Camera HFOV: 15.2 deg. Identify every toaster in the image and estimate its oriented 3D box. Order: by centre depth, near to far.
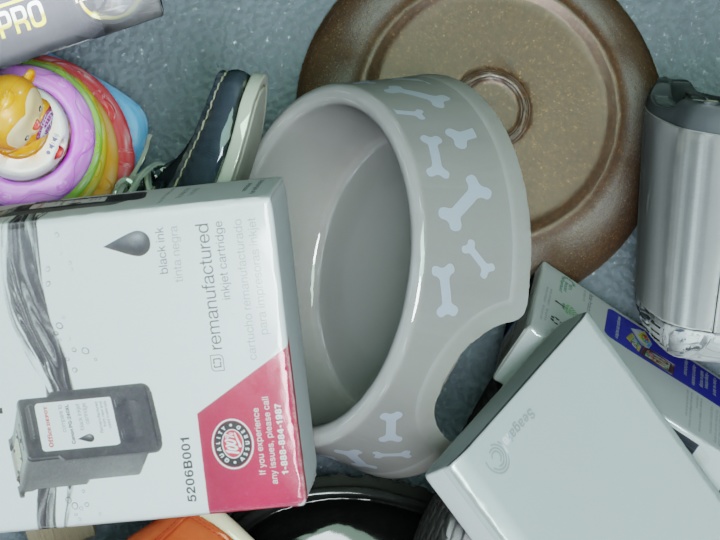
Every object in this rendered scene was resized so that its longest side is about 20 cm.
[{"bbox_3d":[0.195,-0.026,1.357,0.113,0.200,0.130,5,99,-4],"label":"toaster"}]

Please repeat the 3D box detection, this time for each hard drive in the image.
[{"bbox_3d":[0.128,0.136,1.271,0.200,0.026,0.132,54,47,-9],"label":"hard drive"}]

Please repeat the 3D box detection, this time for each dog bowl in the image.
[{"bbox_3d":[0.000,0.000,1.313,0.058,0.200,0.201,7,80,-33],"label":"dog bowl"}]

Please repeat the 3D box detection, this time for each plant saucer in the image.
[{"bbox_3d":[0.066,-0.082,1.415,0.199,0.037,0.201,1,83,-6],"label":"plant saucer"}]

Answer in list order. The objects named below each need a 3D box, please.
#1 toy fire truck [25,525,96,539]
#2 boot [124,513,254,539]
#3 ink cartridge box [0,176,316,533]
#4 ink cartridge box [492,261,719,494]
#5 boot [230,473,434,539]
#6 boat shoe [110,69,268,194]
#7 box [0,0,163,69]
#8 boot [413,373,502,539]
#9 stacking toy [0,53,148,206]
[{"bbox_3d":[-0.186,0.175,1.323,0.175,0.129,0.201,-6,63,-12],"label":"toy fire truck"},{"bbox_3d":[-0.042,0.194,1.268,0.200,0.075,0.107,45,58,0],"label":"boot"},{"bbox_3d":[-0.128,0.041,1.242,0.199,0.083,0.146,-6,98,4],"label":"ink cartridge box"},{"bbox_3d":[0.162,0.077,1.368,0.200,0.099,0.039,32,111,-3],"label":"ink cartridge box"},{"bbox_3d":[0.035,0.181,1.308,0.210,0.158,0.080,8,124,-6],"label":"boot"},{"bbox_3d":[-0.099,-0.016,1.339,0.062,0.075,0.201,25,119,7],"label":"boat shoe"},{"bbox_3d":[-0.189,-0.135,1.313,0.160,0.200,0.049,-17,108,-7],"label":"box"},{"bbox_3d":[0.105,0.117,1.320,0.131,0.200,0.070,29,120,2],"label":"boot"},{"bbox_3d":[-0.164,-0.064,1.304,0.109,0.200,0.116,29,81,-1],"label":"stacking toy"}]
